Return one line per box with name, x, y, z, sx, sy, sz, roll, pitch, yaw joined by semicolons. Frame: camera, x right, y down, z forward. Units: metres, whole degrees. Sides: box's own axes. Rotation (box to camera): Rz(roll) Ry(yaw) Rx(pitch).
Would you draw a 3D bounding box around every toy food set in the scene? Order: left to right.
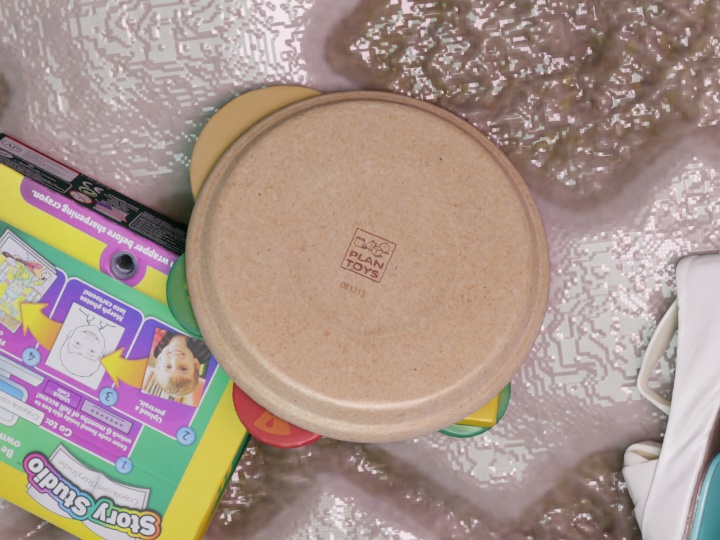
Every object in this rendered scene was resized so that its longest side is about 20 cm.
toy food set;0.000;0.000;1.557;0.199;0.049;0.199;8;71;-4

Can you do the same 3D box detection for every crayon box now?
crayon box;-0.150;0.049;1.624;0.200;0.058;0.173;27;107;2

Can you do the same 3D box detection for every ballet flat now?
ballet flat;0.174;0.084;1.579;0.069;0.069;0.201;13;100;7
